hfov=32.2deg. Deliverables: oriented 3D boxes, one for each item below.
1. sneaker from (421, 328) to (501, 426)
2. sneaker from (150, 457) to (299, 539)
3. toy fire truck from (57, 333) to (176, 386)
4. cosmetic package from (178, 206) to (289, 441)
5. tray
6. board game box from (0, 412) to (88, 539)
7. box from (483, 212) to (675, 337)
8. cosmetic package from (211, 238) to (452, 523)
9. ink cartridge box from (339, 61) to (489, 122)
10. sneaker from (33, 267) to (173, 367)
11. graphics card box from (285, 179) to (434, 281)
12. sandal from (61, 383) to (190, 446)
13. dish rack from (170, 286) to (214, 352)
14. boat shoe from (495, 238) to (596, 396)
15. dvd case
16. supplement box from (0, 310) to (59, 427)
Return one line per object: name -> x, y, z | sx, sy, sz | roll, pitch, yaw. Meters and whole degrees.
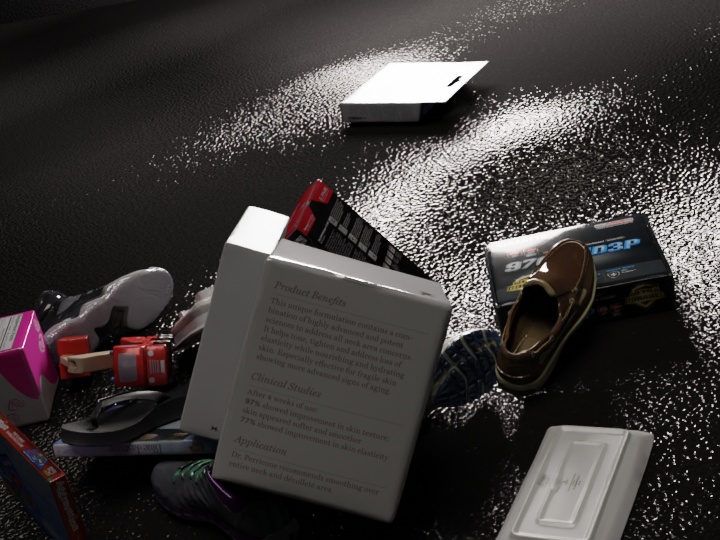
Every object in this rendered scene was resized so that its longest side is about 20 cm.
sneaker -> 0.060, 0.110, 1.296 | 0.200, 0.077, 0.085 | -27, 25, -26
sneaker -> -0.137, 0.198, 1.196 | 0.200, 0.088, 0.074 | 14, 37, 43
toy fire truck -> -0.284, 0.103, 1.432 | 0.141, 0.049, 0.200 | -4, 2, -6
cosmetic package -> -0.126, 0.050, 1.258 | 0.052, 0.201, 0.151 | 15, 16, -3
tray -> 0.192, 0.197, 1.121 | 0.107, 0.022, 0.200 | 0, 29, 27
board game box -> -0.327, 0.210, 1.245 | 0.019, 0.103, 0.200 | -25, 29, -28
box -> 0.249, 0.004, 1.441 | 0.199, 0.046, 0.159 | -11, 27, 6
cosmetic package -> -0.025, 0.094, 1.128 | 0.167, 0.201, 0.166 | 16, 6, -1
ink cartridge box -> 0.096, -0.304, 2.122 | 0.200, 0.043, 0.196 | 5, 31, 29
sneaker -> -0.344, 0.045, 1.604 | 0.200, 0.076, 0.114 | -34, 35, -32
graphics card box -> 0.000, 0.000, 1.412 | 0.051, 0.200, 0.126 | -44, 13, 28
sandal -> -0.232, 0.141, 1.309 | 0.076, 0.043, 0.200 | 2, 13, 43
dish rack -> -0.142, 0.035, 1.463 | 0.171, 0.044, 0.200 | -25, -4, -21
boat shoe -> 0.199, 0.034, 1.312 | 0.075, 0.075, 0.203 | 10, 53, 23
dvd case -> -0.205, 0.167, 1.324 | 0.199, 0.018, 0.143 | -4, 10, 18
supplement box -> -0.470, 0.132, 1.466 | 0.199, 0.101, 0.103 | -12, 26, 1
